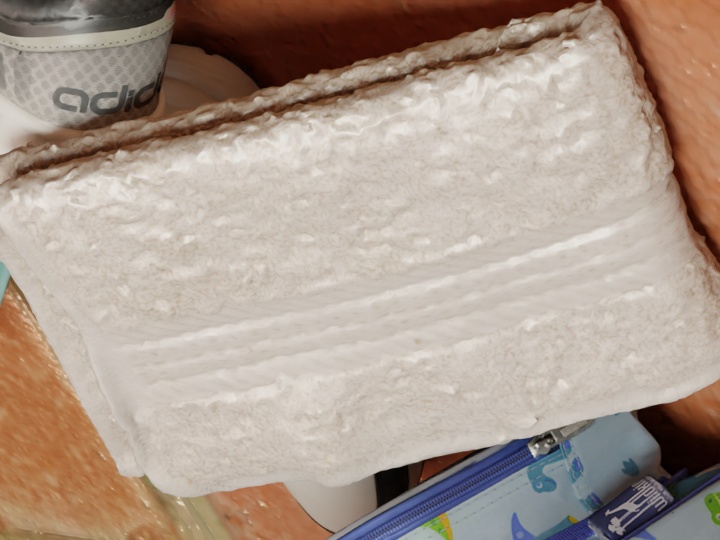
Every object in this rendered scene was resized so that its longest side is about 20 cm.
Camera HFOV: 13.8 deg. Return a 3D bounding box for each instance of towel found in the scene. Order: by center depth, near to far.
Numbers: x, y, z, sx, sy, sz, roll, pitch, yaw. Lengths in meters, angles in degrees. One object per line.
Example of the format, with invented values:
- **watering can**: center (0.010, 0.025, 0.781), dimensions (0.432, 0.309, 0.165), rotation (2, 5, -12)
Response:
- **towel**: center (0.000, 0.000, 0.863), dimensions (0.199, 0.035, 0.133), rotation (-14, 128, 17)

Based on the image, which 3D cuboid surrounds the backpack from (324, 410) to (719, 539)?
- **backpack**: center (0.041, 0.144, 0.927), dimensions (0.147, 0.199, 0.183), rotation (52, 153, 15)

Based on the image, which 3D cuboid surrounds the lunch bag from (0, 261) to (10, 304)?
- **lunch bag**: center (-0.203, -0.016, 0.997), dimensions (0.169, 0.123, 0.200), rotation (7, 151, -16)

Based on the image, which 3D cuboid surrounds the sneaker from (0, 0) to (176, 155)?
- **sneaker**: center (-0.125, -0.112, 0.899), dimensions (0.200, 0.074, 0.088), rotation (41, 129, 21)

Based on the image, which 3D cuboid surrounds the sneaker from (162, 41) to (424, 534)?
- **sneaker**: center (-0.043, 0.023, 0.979), dimensions (0.073, 0.080, 0.201), rotation (6, 137, 39)
